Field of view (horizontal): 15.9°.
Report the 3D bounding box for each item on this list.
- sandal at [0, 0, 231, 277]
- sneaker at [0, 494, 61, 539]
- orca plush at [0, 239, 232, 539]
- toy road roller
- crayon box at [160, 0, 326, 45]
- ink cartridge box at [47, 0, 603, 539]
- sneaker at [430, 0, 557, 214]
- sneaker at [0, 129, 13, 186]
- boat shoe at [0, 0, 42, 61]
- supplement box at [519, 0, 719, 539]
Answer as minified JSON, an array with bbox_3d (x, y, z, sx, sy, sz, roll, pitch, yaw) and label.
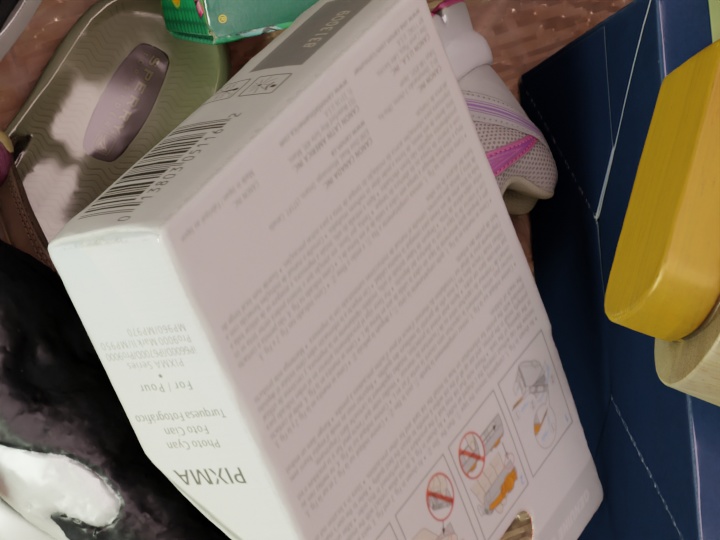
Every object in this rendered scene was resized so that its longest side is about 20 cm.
[{"bbox_3d":[-0.103,-0.013,0.881,0.080,0.057,0.201,24,76,-12],"label":"sandal"},{"bbox_3d":[-0.078,0.140,0.867,0.200,0.071,0.099,31,105,-30],"label":"sneaker"},{"bbox_3d":[-0.075,0.052,0.787,0.105,0.071,0.200,-6,59,-57],"label":"orca plush"},{"bbox_3d":[0.170,-0.050,0.781,0.123,0.146,0.200,20,76,-11],"label":"toy road roller"},{"bbox_3d":[-0.022,-0.186,0.857,0.119,0.058,0.200,-15,101,-18],"label":"crayon box"},{"bbox_3d":[-0.001,0.034,0.810,0.160,0.047,0.200,-48,124,-46],"label":"ink cartridge box"},{"bbox_3d":[0.000,0.000,0.898,0.088,0.081,0.200,42,73,-5],"label":"sneaker"},{"bbox_3d":[-0.195,0.021,0.843,0.200,0.075,0.090,-26,89,-9],"label":"sneaker"},{"bbox_3d":[-0.155,-0.047,0.765,0.075,0.060,0.200,19,73,8],"label":"boat shoe"},{"bbox_3d":[0.178,0.010,0.922,0.199,0.134,0.201,-1,82,-17],"label":"supplement box"}]
